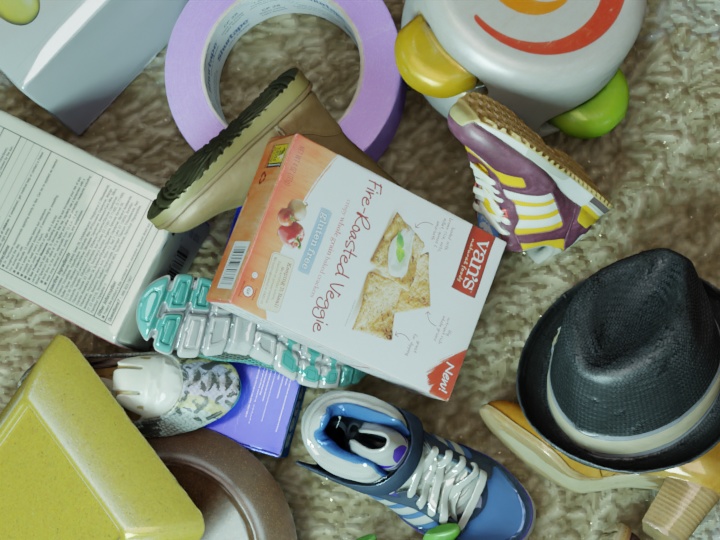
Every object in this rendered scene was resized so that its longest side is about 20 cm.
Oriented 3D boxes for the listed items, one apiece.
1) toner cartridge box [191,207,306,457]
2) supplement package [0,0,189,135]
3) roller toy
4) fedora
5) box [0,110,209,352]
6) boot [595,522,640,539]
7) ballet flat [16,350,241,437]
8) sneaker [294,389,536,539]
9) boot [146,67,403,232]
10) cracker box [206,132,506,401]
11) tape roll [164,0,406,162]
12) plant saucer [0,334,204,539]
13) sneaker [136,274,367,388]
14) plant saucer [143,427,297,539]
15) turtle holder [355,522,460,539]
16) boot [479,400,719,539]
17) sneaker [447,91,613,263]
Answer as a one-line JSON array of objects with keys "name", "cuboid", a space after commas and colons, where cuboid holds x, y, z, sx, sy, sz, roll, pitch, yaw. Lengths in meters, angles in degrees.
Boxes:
[{"name": "toner cartridge box", "cuboid": [-0.080, 0.046, 1.190, 0.094, 0.043, 0.202, 16, 84, 7]}, {"name": "supplement package", "cuboid": [-0.260, -0.262, 1.202, 0.200, 0.147, 0.191, 43, 88, 11]}, {"name": "roller toy", "cuboid": [0.126, -0.209, 1.138, 0.198, 0.140, 0.184, 6, 73, -5]}, {"name": "fedora", "cuboid": [0.210, 0.053, 1.093, 0.198, 0.092, 0.202, -5, 50, 6]}, {"name": "box", "cuboid": [-0.245, -0.033, 1.186, 0.199, 0.109, 0.129, 26, 86, 9]}, {"name": "boot", "cuboid": [0.233, 0.315, 1.117, 0.165, 0.072, 0.202, 19, 83, -4]}, {"name": "ballet flat", "cuboid": [-0.195, 0.097, 1.154, 0.198, 0.072, 0.073, -4, 81, 24]}, {"name": "sneaker", "cuboid": [0.043, 0.158, 1.107, 0.199, 0.146, 0.081, 28, 86, 10]}, {"name": "boot", "cuboid": [-0.043, -0.032, 1.128, 0.175, 0.066, 0.200, -42, 110, -5]}, {"name": "cracker box", "cuboid": [0.000, 0.000, 1.085, 0.199, 0.058, 0.135, 25, 80, -25]}, {"name": "tape roll", "cuboid": [-0.061, -0.163, 1.208, 0.198, 0.066, 0.202, -1, 82, 6]}, {"name": "plant saucer", "cuboid": [-0.239, 0.188, 1.126, 0.200, 0.048, 0.200, 49, 121, 16]}, {"name": "sneaker", "cuboid": [-0.085, 0.042, 1.130, 0.198, 0.091, 0.078, 16, 86, -20]}, {"name": "plant saucer", "cuboid": [-0.150, 0.227, 1.155, 0.198, 0.034, 0.203, 1, 94, 12]}, {"name": "turtle holder", "cuboid": [0.023, 0.292, 1.096, 0.184, 0.141, 0.133, -23, 107, -1]}, {"name": "boot", "cuboid": [0.211, 0.114, 1.145, 0.200, 0.071, 0.145, 30, 74, 16]}, {"name": "sneaker", "cuboid": [0.117, -0.062, 1.112, 0.090, 0.199, 0.075, -46, 47, 14]}]
